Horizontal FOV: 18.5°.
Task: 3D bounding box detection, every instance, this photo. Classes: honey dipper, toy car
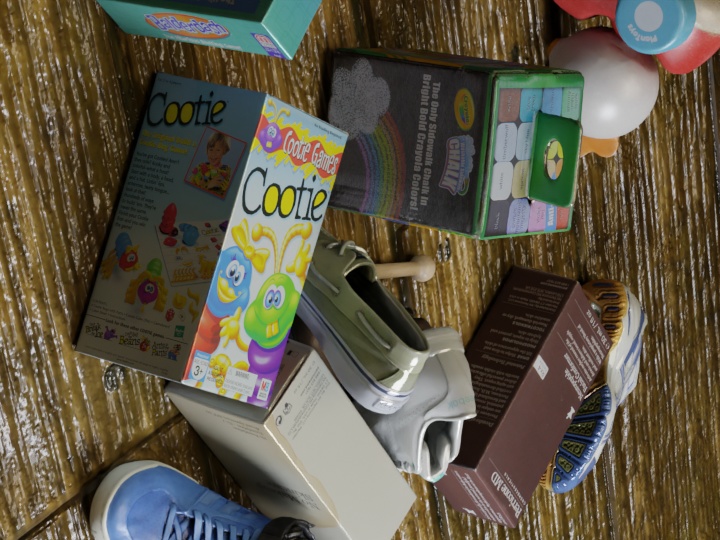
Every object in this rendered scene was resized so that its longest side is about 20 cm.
[{"bbox_3d":[0.000,0.000,1.725,0.200,0.038,0.038,-7,106,-55],"label":"honey dipper"},{"bbox_3d":[0.202,-0.191,1.869,0.201,0.177,0.184,-60,165,24],"label":"toy car"}]

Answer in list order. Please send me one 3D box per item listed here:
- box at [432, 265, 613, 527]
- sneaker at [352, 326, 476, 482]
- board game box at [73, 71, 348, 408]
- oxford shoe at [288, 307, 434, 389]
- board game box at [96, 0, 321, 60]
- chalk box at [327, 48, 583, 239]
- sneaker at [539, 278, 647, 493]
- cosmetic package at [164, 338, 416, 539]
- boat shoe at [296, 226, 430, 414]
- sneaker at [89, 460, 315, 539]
[{"bbox_3d":[0.133,0.107,1.902,0.201,0.075,0.100,-59,140,-21],"label":"box"},{"bbox_3d":[0.037,0.129,1.688,0.075,0.089,0.200,-14,154,-25],"label":"sneaker"},{"bbox_3d":[-0.101,-0.020,1.523,0.103,0.104,0.201,21,84,-54],"label":"board game box"},{"bbox_3d":[0.008,0.051,1.696,0.200,0.084,0.073,12,55,-57],"label":"oxford shoe"},{"bbox_3d":[-0.068,-0.241,1.462,0.045,0.152,0.201,47,63,-48],"label":"board game box"},{"bbox_3d":[0.087,-0.094,1.657,0.124,0.199,0.125,-6,105,-52],"label":"chalk box"},{"bbox_3d":[0.219,0.112,2.015,0.088,0.075,0.201,31,76,-53],"label":"sneaker"},{"bbox_3d":[-0.049,0.129,1.641,0.073,0.103,0.200,-56,138,-23],"label":"cosmetic package"},{"bbox_3d":[-0.013,0.012,1.580,0.072,0.200,0.062,2,133,-50],"label":"boat shoe"},{"bbox_3d":[-0.099,0.195,1.587,0.200,0.111,0.077,36,72,-51],"label":"sneaker"}]
